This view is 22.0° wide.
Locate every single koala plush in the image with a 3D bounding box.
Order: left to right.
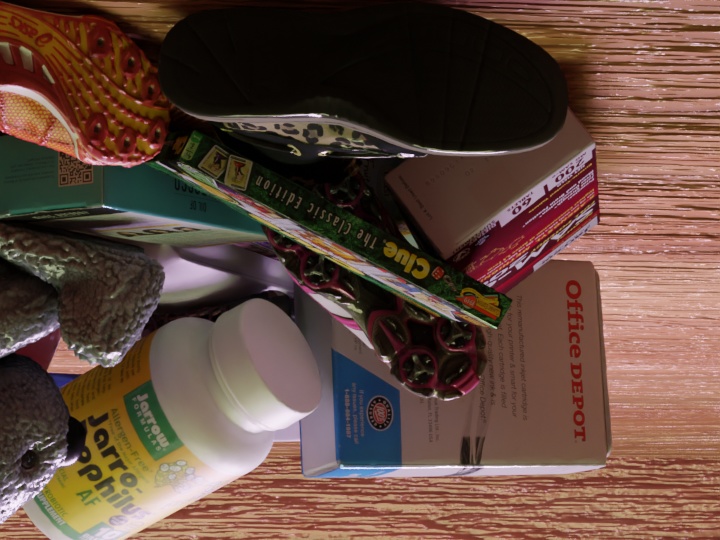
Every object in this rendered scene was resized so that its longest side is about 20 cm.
[{"bbox_3d":[-0.231,0.067,1.131,0.184,0.200,0.177,13,-179,-8],"label":"koala plush"}]

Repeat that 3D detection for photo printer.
[{"bbox_3d":[-0.151,-0.017,1.316,0.166,0.070,0.200,-7,167,29],"label":"photo printer"}]

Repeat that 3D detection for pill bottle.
[{"bbox_3d":[-0.128,0.100,1.226,0.200,0.113,0.113,-30,156,24],"label":"pill bottle"}]

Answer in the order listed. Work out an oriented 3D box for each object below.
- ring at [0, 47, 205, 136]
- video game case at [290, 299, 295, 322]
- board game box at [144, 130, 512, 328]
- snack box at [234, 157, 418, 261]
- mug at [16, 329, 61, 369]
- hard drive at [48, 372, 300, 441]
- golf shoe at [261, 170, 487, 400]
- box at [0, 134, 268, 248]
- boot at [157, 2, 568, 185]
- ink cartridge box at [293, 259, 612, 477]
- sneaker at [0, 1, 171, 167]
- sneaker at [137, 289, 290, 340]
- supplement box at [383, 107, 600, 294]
[{"bbox_3d":[-0.179,-0.095,1.056,0.200,0.019,0.200,-1,168,0],"label":"ring"},{"bbox_3d":[-0.011,0.020,1.422,0.143,0.019,0.200,-9,-170,-19],"label":"video game case"},{"bbox_3d":[-0.020,-0.023,1.027,0.200,0.023,0.105,28,177,-16],"label":"board game box"},{"bbox_3d":[0.013,-0.032,1.285,0.142,0.053,0.200,-7,167,26],"label":"snack box"},{"bbox_3d":[-0.337,0.055,1.308,0.200,0.178,0.133,30,-171,-17],"label":"mug"},{"bbox_3d":[-0.138,0.102,1.396,0.200,0.025,0.132,7,178,22],"label":"hard drive"},{"bbox_3d":[0.000,0.000,1.151,0.073,0.200,0.092,-38,178,-1],"label":"golf shoe"},{"bbox_3d":[-0.126,-0.048,1.121,0.082,0.049,0.200,-4,173,30],"label":"box"},{"bbox_3d":[0.005,-0.086,0.974,0.203,0.074,0.154,5,171,4],"label":"boot"},{"bbox_3d":[0.062,0.068,1.278,0.200,0.147,0.086,2,167,-21],"label":"ink cartridge box"},{"bbox_3d":[-0.179,-0.103,0.930,0.077,0.073,0.200,7,169,46],"label":"sneaker"},{"bbox_3d":[-0.121,0.058,1.326,0.115,0.076,0.200,3,168,-16],"label":"sneaker"},{"bbox_3d":[0.083,-0.041,1.105,0.109,0.061,0.200,-37,167,0],"label":"supplement box"}]
